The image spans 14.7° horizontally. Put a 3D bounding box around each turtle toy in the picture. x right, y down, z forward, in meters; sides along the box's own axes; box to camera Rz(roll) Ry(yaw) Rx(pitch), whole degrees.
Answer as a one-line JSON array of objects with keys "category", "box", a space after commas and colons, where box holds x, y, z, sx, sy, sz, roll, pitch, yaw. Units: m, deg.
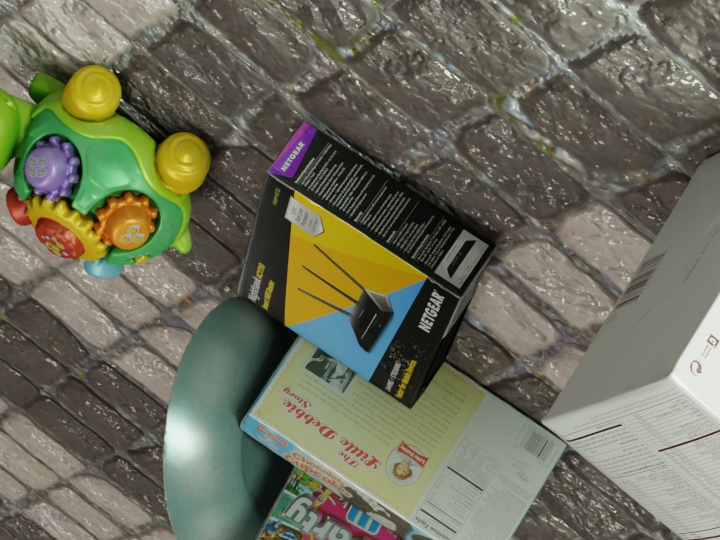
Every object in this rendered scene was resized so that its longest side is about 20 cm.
[{"category": "turtle toy", "box": [-0.200, -0.069, 1.912, 0.200, 0.101, 0.146, 36, 156, -4]}]

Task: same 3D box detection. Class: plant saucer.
[{"category": "plant saucer", "box": [-0.075, 0.120, 1.992, 0.038, 0.202, 0.201, 5, 144, 27]}]

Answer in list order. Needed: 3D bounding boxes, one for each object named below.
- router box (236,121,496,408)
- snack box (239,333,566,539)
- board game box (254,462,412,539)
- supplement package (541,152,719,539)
[{"category": "router box", "box": [0.000, 0.000, 1.843, 0.149, 0.051, 0.200, 33, 156, 7]}, {"category": "snack box", "box": [0.030, 0.115, 1.939, 0.199, 0.116, 0.037, 34, 155, 1]}, {"category": "board game box", "box": [0.012, 0.181, 1.963, 0.147, 0.201, 0.064, 29, 152, -1]}, {"category": "supplement package", "box": [0.244, 0.057, 1.475, 0.200, 0.192, 0.147, 40, 156, -11]}]
